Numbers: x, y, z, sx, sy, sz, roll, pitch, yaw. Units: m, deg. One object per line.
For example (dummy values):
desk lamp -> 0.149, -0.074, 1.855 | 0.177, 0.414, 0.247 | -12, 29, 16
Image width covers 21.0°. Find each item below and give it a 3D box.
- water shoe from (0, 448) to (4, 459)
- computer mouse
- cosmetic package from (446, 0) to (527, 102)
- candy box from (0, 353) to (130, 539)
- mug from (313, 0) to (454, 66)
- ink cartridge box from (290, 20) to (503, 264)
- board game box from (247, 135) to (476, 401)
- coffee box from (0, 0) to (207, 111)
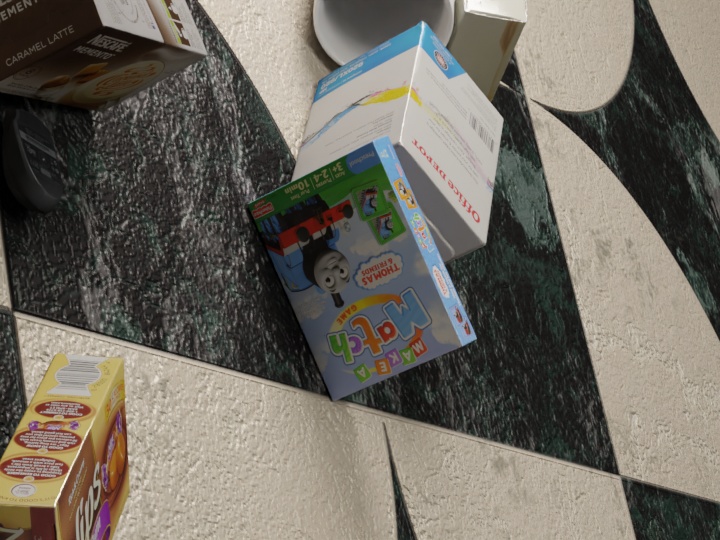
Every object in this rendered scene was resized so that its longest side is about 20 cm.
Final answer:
water shoe -> -0.264, 0.189, 1.273 | 0.079, 0.071, 0.201 | 54, 31, -32
computer mouse -> -0.276, -0.130, 1.543 | 0.059, 0.034, 0.201 | 37, 32, -56
cosmetic package -> 0.117, -0.242, 2.107 | 0.070, 0.200, 0.106 | 9, 53, -11
candy box -> -0.205, 0.154, 1.326 | 0.200, 0.056, 0.118 | -79, 171, -64
mug -> 0.033, -0.332, 2.044 | 0.146, 0.201, 0.176 | 12, 39, -8
ink cartridge box -> 0.037, -0.110, 1.926 | 0.147, 0.144, 0.201 | 48, 33, -28
board game box -> 0.000, 0.000, 1.776 | 0.037, 0.151, 0.201 | -24, 89, -60
coffee box -> -0.220, -0.192, 1.547 | 0.080, 0.114, 0.200 | 67, 16, 8
